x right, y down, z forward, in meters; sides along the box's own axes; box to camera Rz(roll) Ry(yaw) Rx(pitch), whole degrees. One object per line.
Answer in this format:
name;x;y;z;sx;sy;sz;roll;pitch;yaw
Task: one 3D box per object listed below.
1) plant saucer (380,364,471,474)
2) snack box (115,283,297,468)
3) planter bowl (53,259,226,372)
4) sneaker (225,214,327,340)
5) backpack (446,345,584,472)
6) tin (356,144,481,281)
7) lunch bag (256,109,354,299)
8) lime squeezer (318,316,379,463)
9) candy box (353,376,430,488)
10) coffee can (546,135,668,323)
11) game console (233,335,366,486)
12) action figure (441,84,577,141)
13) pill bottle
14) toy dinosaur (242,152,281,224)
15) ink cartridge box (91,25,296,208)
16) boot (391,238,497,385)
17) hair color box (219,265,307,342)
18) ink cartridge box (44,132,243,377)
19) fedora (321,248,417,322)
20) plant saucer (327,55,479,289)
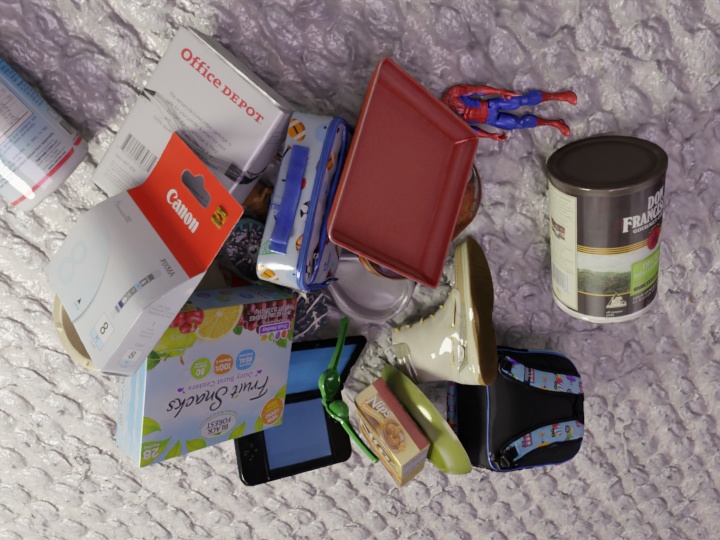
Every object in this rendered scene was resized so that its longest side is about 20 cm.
plant saucer;0.089;0.232;0.959;0.031;0.199;0.202;-36;123;-15
snack box;-0.174;0.113;0.740;0.197;0.067;0.173;-4;108;-45
planter bowl;-0.279;0.044;0.772;0.195;0.134;0.206;3;99;18
sneaker;-0.109;0.004;0.856;0.077;0.087;0.202;-31;119;-2
backpack;0.244;0.209;0.977;0.195;0.134;0.188;4;78;-27
tin;0.072;-0.075;0.810;0.199;0.042;0.113;-42;112;-18
lunch bag;-0.055;-0.071;0.728;0.074;0.160;0.205;12;91;10
lime squeezer;-0.022;0.173;0.881;0.069;0.204;0.038;-21;153;15
candy box;0.046;0.248;0.955;0.055;0.116;0.201;-34;157;-13
coffee can;0.326;-0.055;0.852;0.143;0.148;0.204;-14;123;0
game console;-0.077;0.198;0.916;0.197;0.175;0.117;-1;163;-39
action figure;0.172;-0.200;0.800;0.194;0.052;0.067;0;127;-6
pill bottle;-0.405;-0.170;0.689;0.108;0.110;0.201;-34;120;12
toy dinosaur;-0.156;-0.119;0.788;0.106;0.061;0.199;-41;118;18
ink cartridge box;-0.181;-0.141;0.716;0.144;0.084;0.201;39;105;1
boot;0.116;0.064;0.924;0.152;0.206;0.071;-10;169;40
hair color box;-0.183;0.075;0.900;0.198;0.064;0.111;35;111;-27
ink cartridge box;-0.219;-0.026;0.630;0.202;0.160;0.047;-53;145;10
fedora;0.000;0.000;0.865;0.198;0.091;0.177;35;110;-25
plant saucer;0.048;-0.103;0.730;0.198;0.036;0.205;23;82;-45
